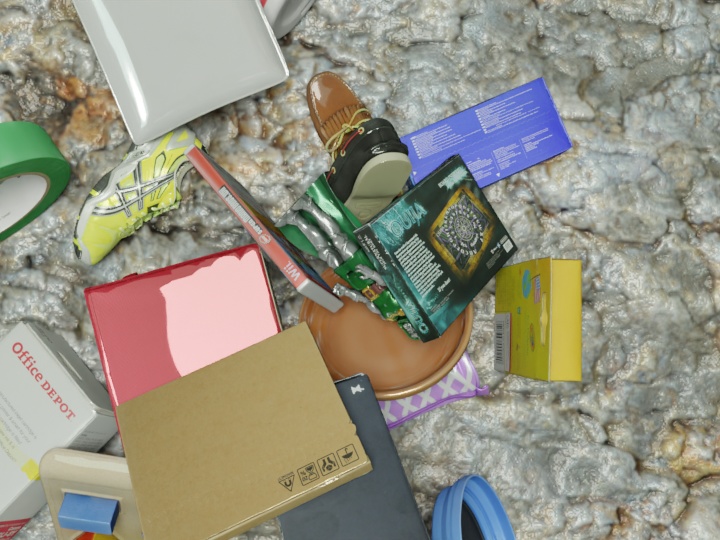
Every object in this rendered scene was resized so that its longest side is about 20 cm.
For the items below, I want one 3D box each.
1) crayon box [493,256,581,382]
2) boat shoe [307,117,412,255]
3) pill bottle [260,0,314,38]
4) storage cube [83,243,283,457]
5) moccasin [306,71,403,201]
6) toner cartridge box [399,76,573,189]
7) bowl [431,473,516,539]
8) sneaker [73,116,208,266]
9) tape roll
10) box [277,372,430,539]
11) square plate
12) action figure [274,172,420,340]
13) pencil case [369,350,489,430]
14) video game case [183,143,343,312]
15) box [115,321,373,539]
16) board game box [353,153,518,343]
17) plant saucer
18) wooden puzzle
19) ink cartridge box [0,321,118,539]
[{"bbox_3d":[0.196,0.055,0.822,0.050,0.200,0.128,2,87,-4],"label":"crayon box"},{"bbox_3d":[-0.009,-0.084,0.826,0.073,0.202,0.063,-1,59,-30],"label":"boat shoe"},{"bbox_3d":[-0.145,-0.374,0.858,0.200,0.120,0.120,40,85,-1],"label":"pill bottle"},{"bbox_3d":[-0.169,0.085,0.810,0.179,0.171,0.201,-16,87,-6],"label":"storage cube"},{"bbox_3d":[-0.005,-0.142,0.881,0.073,0.078,0.203,-21,88,-5],"label":"moccasin"},{"bbox_3d":[0.146,-0.150,0.910,0.199,0.043,0.096,-23,88,-5],"label":"toner cartridge box"},{"bbox_3d":[0.131,0.326,0.809,0.039,0.200,0.202,-20,88,21],"label":"bowl"},{"bbox_3d":[-0.254,-0.086,0.862,0.076,0.075,0.201,35,86,0],"label":"sneaker"},{"bbox_3d":[-0.407,-0.077,0.787,0.200,0.200,0.048,-36,89,-5],"label":"tape roll"},{"bbox_3d":[-0.008,0.245,0.720,0.123,0.197,0.201,-17,48,-7],"label":"box"},{"bbox_3d":[-0.197,-0.264,0.808,0.199,0.028,0.199,-20,99,14],"label":"square plate"},{"bbox_3d":[0.000,0.000,0.794,0.200,0.118,0.055,43,56,-7],"label":"action figure"},{"bbox_3d":[0.040,0.145,0.862,0.199,0.084,0.086,-26,52,-4],"label":"pencil case"},{"bbox_3d":[-0.101,-0.042,0.810,0.017,0.143,0.200,-42,73,1],"label":"video game case"},{"bbox_3d":[-0.110,0.149,0.672,0.199,0.021,0.164,-24,53,-6],"label":"box"},{"bbox_3d":[0.088,-0.032,0.807,0.200,0.028,0.136,-40,99,-45],"label":"board game box"},{"bbox_3d":[0.029,0.060,0.851,0.199,0.038,0.201,-5,54,7],"label":"plant saucer"},{"bbox_3d":[-0.245,0.277,0.799,0.184,0.046,0.201,10,130,-3],"label":"wooden puzzle"},{"bbox_3d":[-0.379,0.180,0.816,0.200,0.083,0.145,-45,73,-5],"label":"ink cartridge box"}]
